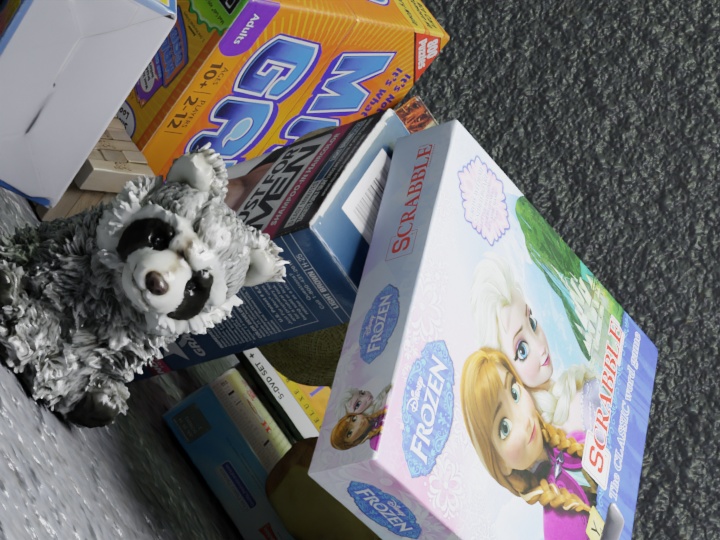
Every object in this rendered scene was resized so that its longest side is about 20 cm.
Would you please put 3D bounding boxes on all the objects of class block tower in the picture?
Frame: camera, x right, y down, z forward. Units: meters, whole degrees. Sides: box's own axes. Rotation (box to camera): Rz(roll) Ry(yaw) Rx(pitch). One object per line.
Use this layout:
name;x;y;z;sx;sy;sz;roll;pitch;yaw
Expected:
block tower;-0.204;-0.115;1.189;0.054;0.058;0.201;1;47;-50

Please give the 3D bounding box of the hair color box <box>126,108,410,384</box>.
hair color box;-0.059;-0.009;1.003;0.061;0.199;0.100;53;45;-21

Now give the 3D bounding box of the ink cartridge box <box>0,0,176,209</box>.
ink cartridge box;-0.166;-0.146;1.066;0.076;0.137;0.201;29;24;-20

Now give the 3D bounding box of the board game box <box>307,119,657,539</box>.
board game box;0.069;0.066;0.934;0.199;0.041;0.201;44;44;-34

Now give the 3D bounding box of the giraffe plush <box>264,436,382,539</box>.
giraffe plush;0.061;0.165;1.055;0.172;0.162;0.202;-2;70;-49

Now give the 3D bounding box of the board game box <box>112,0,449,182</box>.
board game box;-0.108;-0.160;1.273;0.199;0.200;0.201;1;46;-51

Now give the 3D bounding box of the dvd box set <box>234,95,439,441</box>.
dvd box set;0.000;0.000;1.254;0.147;0.199;0.029;54;-15;-1

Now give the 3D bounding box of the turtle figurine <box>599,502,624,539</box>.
turtle figurine;0.047;0.229;0.851;0.195;0.199;0.144;58;36;-28

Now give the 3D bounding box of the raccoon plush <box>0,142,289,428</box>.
raccoon plush;-0.116;-0.019;0.924;0.097;0.134;0.200;52;5;-32

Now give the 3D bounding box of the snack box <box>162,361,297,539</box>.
snack box;-0.064;0.119;1.194;0.117;0.037;0.200;56;3;1

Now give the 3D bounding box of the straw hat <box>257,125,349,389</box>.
straw hat;-0.016;0.022;1.083;0.200;0.085;0.203;25;-53;37
